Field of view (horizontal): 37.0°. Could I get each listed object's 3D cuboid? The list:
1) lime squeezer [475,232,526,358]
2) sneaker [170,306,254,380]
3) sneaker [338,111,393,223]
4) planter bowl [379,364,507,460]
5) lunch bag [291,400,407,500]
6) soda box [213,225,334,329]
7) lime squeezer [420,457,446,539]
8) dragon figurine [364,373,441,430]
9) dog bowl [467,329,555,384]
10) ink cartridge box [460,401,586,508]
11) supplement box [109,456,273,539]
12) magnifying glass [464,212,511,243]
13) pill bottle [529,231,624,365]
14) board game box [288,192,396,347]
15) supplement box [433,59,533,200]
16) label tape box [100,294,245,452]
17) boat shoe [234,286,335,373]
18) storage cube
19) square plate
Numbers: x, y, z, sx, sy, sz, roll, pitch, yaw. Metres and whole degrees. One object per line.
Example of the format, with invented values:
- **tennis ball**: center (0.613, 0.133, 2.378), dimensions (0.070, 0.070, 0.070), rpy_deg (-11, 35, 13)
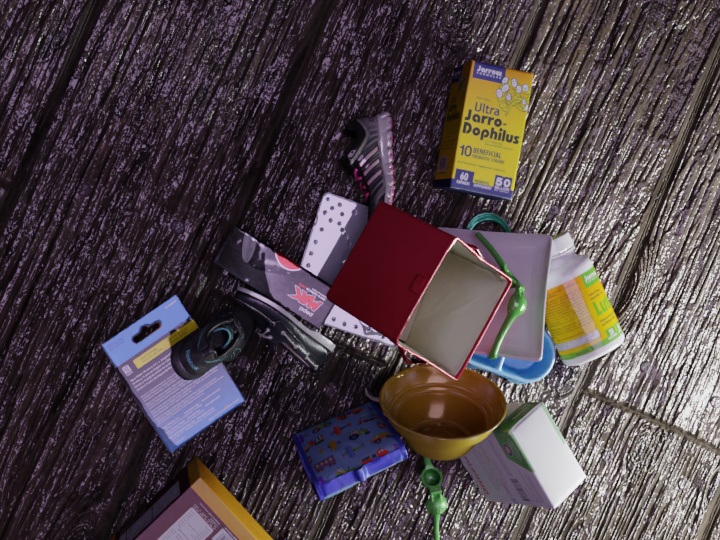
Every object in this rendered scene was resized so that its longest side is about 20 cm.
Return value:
- **lime squeezer**: center (0.226, 0.033, 1.695), dimensions (0.037, 0.070, 0.204), rpy_deg (6, 73, -43)
- **sneaker**: center (-0.206, 0.104, 1.639), dimensions (0.079, 0.200, 0.076), rpy_deg (-30, 98, 31)
- **sneaker**: center (0.008, -0.154, 1.712), dimensions (0.086, 0.074, 0.204), rpy_deg (0, 79, -3)
- **planter bowl**: center (0.125, 0.234, 1.665), dimensions (0.196, 0.201, 0.085), rpy_deg (-3, 118, -10)
- **lunch bag**: center (-0.014, 0.289, 1.678), dimensions (0.148, 0.200, 0.096), rpy_deg (-22, 97, -8)
- **soda box**: center (-0.129, 0.011, 1.688), dimensions (0.198, 0.063, 0.071), rpy_deg (32, 90, -1)
- **lime squeezer**: center (0.120, 0.356, 1.773), dimensions (0.037, 0.071, 0.204), rpy_deg (-10, 95, 7)
- **dragon figurine**: center (0.099, 0.201, 1.762), dimensions (0.198, 0.059, 0.101), rpy_deg (26, 78, -12)
- **dog bowl**: center (0.236, 0.124, 1.792), dimensions (0.197, 0.050, 0.113), rpy_deg (19, 90, -12)
- **ink cartridge box**: center (0.244, 0.293, 1.723), dimensions (0.087, 0.199, 0.147), rpy_deg (-36, 99, -27)
- **supplement box**: center (-0.261, 0.445, 1.675), dimensions (0.200, 0.133, 0.198), rpy_deg (-42, 100, -5)
- **magnifying glass**: center (0.227, 0.003, 1.767), dimensions (0.078, 0.022, 0.203), rpy_deg (-16, 81, 3)
- **pill bottle**: center (0.346, 0.044, 1.772), dimensions (0.110, 0.111, 0.203), rpy_deg (-25, 92, -8)
- **board game box**: center (0.000, 0.000, 1.751), dimensions (0.197, 0.026, 0.203), rpy_deg (18, 90, -11)
- **supplement box**: center (0.197, -0.223, 1.731), dimensions (0.107, 0.109, 0.204), rpy_deg (9, 92, -11)
- **label tape box**: center (-0.293, 0.158, 1.686), dimensions (0.143, 0.063, 0.202), rpy_deg (-33, 98, -8)
- **boat shoe**: center (-0.125, 0.095, 1.690), dimensions (0.199, 0.075, 0.061), rpy_deg (35, 81, -26)
- **storage cube**: center (0.087, 0.030, 1.635), dimensions (0.170, 0.179, 0.202), rpy_deg (32, 88, -44)
- **square plate**: center (0.205, 0.037, 1.734), dimensions (0.194, 0.028, 0.204), rpy_deg (4, 81, 17)
